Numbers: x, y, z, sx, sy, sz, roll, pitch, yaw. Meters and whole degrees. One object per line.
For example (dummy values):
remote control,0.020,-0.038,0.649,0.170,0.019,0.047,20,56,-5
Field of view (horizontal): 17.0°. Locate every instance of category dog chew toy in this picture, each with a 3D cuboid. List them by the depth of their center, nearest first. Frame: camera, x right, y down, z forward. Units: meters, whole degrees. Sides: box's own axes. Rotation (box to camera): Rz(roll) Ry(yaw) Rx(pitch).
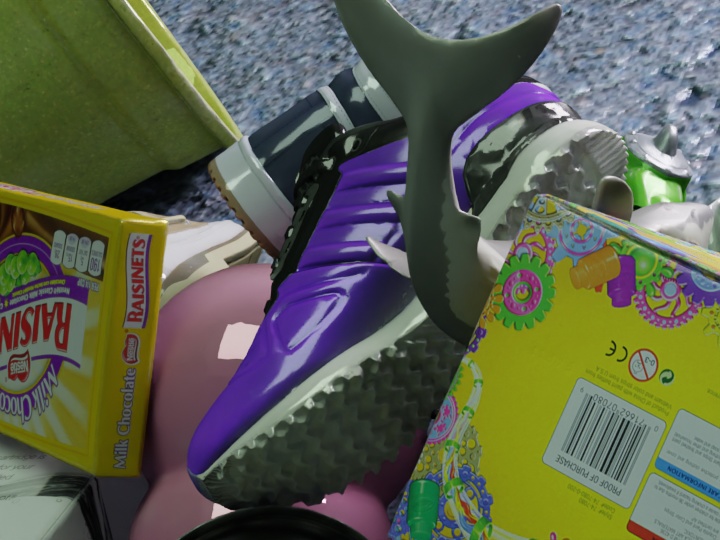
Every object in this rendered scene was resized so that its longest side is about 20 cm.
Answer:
dog chew toy,-0.039,0.102,0.959,0.124,0.125,0.200,-4,69,27

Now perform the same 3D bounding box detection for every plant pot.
plant pot,-0.194,-0.093,1.296,0.184,0.200,0.200,-37,34,2

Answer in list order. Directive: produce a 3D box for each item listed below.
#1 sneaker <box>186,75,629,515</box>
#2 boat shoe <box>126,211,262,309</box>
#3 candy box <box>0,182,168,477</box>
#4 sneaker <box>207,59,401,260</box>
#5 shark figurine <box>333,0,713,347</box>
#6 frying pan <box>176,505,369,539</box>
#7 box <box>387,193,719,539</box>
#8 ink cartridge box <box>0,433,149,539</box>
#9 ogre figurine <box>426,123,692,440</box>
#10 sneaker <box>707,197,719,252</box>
sneaker,0.000,0.000,0.901,0.200,0.070,0.100,-44,57,-4
boat shoe,-0.093,0.003,1.110,0.075,0.068,0.200,-64,-4,4
candy box,-0.140,0.018,1.005,0.026,0.102,0.200,1,6,-32
sneaker,0.026,-0.029,1.042,0.108,0.200,0.070,-39,58,8
shark figurine,0.032,-0.011,0.792,0.089,0.214,0.128,26,83,36
frying pan,0.001,0.134,0.891,0.190,0.115,0.031,-14,7,-13
box,0.155,0.080,0.763,0.200,0.193,0.122,28,98,35
ink cartridge box,-0.171,0.133,1.016,0.144,0.084,0.200,-4,27,26
ogre figurine,0.083,0.018,0.971,0.098,0.200,0.120,13,66,4
sneaker,0.144,0.009,1.042,0.200,0.081,0.075,-16,65,42
